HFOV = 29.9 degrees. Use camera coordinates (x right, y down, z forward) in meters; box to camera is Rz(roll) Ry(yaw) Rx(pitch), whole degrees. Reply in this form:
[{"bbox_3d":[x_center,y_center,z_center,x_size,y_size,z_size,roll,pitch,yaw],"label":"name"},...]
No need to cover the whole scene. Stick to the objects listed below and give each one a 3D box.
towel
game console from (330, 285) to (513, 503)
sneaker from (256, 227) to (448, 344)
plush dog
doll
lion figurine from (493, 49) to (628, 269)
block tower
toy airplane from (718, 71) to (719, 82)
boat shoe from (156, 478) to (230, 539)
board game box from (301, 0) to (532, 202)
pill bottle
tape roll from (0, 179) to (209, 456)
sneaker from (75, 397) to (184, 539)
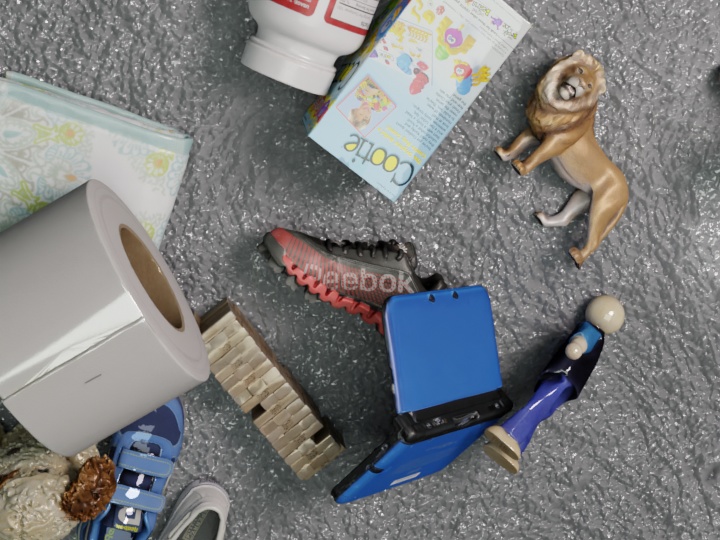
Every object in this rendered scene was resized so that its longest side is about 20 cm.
[{"bbox_3d":[-0.275,-0.078,1.261,0.199,0.048,0.172,18,105,-11],"label":"towel"},{"bbox_3d":[0.051,0.116,1.294,0.171,0.199,0.119,-45,68,27],"label":"game console"},{"bbox_3d":[0.000,0.000,1.298,0.200,0.071,0.098,29,100,-15],"label":"sneaker"},{"bbox_3d":[-0.311,0.203,1.264,0.199,0.172,0.162,-14,107,-3],"label":"plush dog"},{"bbox_3d":[0.198,0.103,1.324,0.048,0.137,0.200,35,69,19],"label":"doll"},{"bbox_3d":[0.211,-0.106,1.303,0.122,0.072,0.200,-37,120,-4],"label":"lion figurine"},{"bbox_3d":[-0.094,0.116,1.328,0.058,0.054,0.200,-38,106,4],"label":"block tower"},{"bbox_3d":[0.448,-0.144,1.244,0.198,0.199,0.142,13,113,-8],"label":"toy airplane"},{"bbox_3d":[-0.185,0.310,1.363,0.072,0.066,0.201,28,100,-13],"label":"boat shoe"},{"bbox_3d":[0.047,-0.180,1.238,0.105,0.103,0.200,37,98,-14],"label":"board game box"},{"bbox_3d":[-0.033,-0.265,1.202,0.112,0.112,0.201,20,102,-11],"label":"pill bottle"},{"bbox_3d":[-0.239,0.041,1.172,0.139,0.203,0.203,-30,106,3],"label":"tape roll"},{"bbox_3d":[-0.221,0.210,1.321,0.073,0.082,0.201,16,102,-16],"label":"sneaker"}]
